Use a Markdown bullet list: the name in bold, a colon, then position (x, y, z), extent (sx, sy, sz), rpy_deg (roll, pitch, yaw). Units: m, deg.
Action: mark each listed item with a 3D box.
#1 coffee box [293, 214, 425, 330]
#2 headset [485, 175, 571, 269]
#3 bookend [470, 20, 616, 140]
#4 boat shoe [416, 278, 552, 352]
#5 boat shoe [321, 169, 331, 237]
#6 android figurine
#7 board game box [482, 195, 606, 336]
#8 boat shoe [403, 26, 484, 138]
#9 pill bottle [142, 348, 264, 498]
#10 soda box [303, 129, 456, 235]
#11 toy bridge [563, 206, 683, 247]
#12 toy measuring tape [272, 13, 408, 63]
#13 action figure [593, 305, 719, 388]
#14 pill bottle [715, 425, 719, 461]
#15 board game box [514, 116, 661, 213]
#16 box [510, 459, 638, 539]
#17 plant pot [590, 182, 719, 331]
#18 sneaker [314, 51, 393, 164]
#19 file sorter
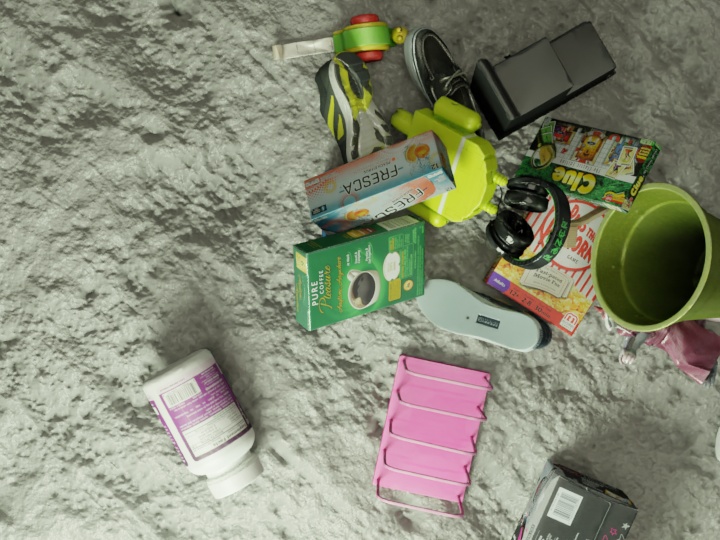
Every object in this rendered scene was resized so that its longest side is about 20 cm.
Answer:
- **coffee box**: position (0.000, 0.000, 1.587), extent (0.200, 0.044, 0.123), rpy_deg (-17, 121, -28)
- **headset**: position (0.211, -0.082, 1.580), extent (0.094, 0.200, 0.124), rpy_deg (16, 106, -32)
- **bookend**: position (0.261, -0.279, 1.555), extent (0.198, 0.200, 0.092), rpy_deg (-30, 88, 2)
- **boat shoe**: position (0.182, 0.072, 1.653), extent (0.200, 0.091, 0.071), rpy_deg (23, 93, 25)
- **boat shoe**: position (-0.021, -0.047, 1.633), extent (0.068, 0.084, 0.201), rpy_deg (-3, 96, -4)
- **android figurine**: position (0.119, -0.149, 1.592), extent (0.200, 0.041, 0.182), rpy_deg (31, 121, 28)
- **board game box**: position (0.296, -0.029, 1.653), extent (0.151, 0.046, 0.200), rpy_deg (31, 93, -3)
- **boat shoe**: position (0.131, -0.261, 1.616), extent (0.072, 0.071, 0.200), rpy_deg (-31, 101, -22)
- **pill bottle**: position (-0.223, 0.224, 1.634), extent (0.112, 0.112, 0.200), rpy_deg (-28, 94, 1)
- **soda box**: position (0.027, -0.118, 1.547), extent (0.200, 0.064, 0.069), rpy_deg (-20, 62, 17)
- **toy bridge**: position (0.373, -0.067, 1.602), extent (0.200, 0.027, 0.067), rpy_deg (0, 104, -19)
- **toy measuring tape**: position (-0.029, -0.329, 1.618), extent (0.199, 0.074, 0.074), rpy_deg (-7, 94, 0)
- **action figure**: position (0.432, 0.082, 1.619), extent (0.200, 0.134, 0.149), rpy_deg (30, 92, -5)
- **pill bottle**: position (0.630, 0.268, 1.649), extent (0.200, 0.104, 0.105), rpy_deg (15, 94, -1)
- **board game box**: position (0.315, -0.151, 1.580), extent (0.023, 0.200, 0.105), rpy_deg (29, 85, -42)
- **box**: position (0.297, 0.400, 1.650), extent (0.132, 0.115, 0.200), rpy_deg (23, 92, -1)
- **plant pot**: position (0.456, -0.007, 1.546), extent (0.190, 0.200, 0.201), rpy_deg (9, 95, -35)
- **sneaker**: position (-0.011, -0.213, 1.622), extent (0.074, 0.085, 0.200), rpy_deg (-16, 99, -29)
- **file sorter**: position (0.106, 0.241, 1.631), extent (0.139, 0.125, 0.200), rpy_deg (12, 94, -1)
